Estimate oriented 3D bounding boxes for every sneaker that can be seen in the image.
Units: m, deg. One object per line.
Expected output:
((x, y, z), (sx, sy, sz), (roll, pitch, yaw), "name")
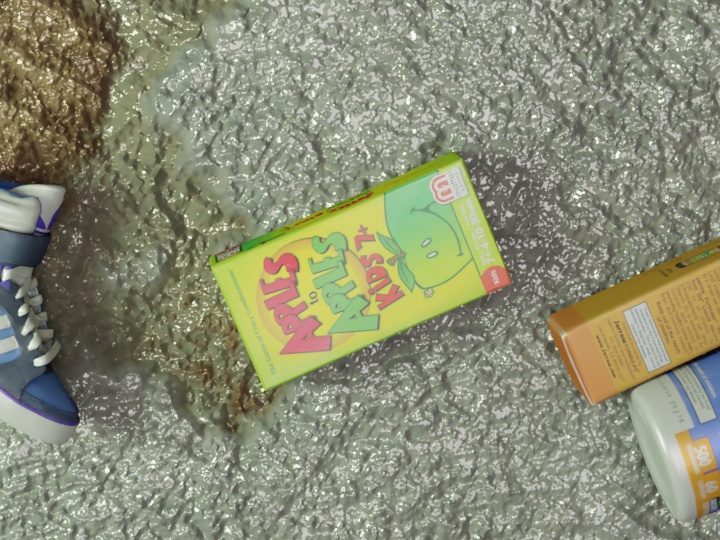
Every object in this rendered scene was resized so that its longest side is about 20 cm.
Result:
((-0.244, 0.012, 1.441), (0.200, 0.081, 0.147), (43, 98, -6), "sneaker")

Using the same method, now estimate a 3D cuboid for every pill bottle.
((0.310, 0.103, 1.499), (0.199, 0.112, 0.113), (-21, 102, -1), "pill bottle")

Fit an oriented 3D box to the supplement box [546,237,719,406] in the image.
((0.245, 0.027, 1.503), (0.199, 0.067, 0.069), (-26, 102, 0), "supplement box")

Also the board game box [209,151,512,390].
((0.000, 0.000, 1.482), (0.199, 0.048, 0.102), (-23, 102, -1), "board game box")
